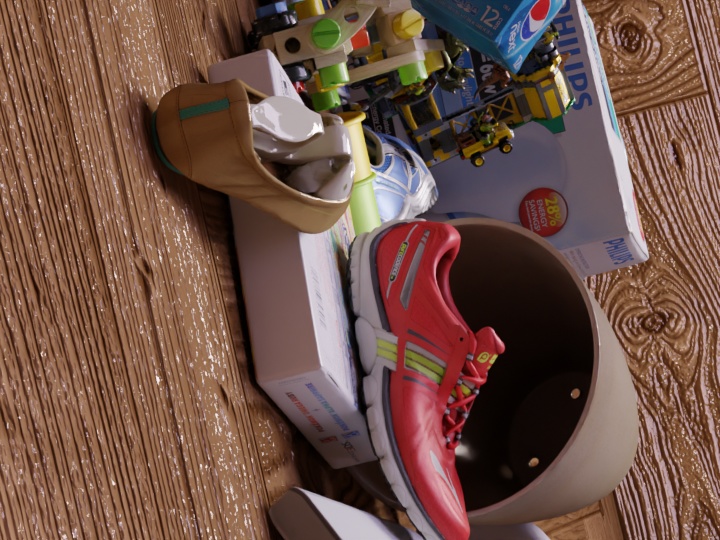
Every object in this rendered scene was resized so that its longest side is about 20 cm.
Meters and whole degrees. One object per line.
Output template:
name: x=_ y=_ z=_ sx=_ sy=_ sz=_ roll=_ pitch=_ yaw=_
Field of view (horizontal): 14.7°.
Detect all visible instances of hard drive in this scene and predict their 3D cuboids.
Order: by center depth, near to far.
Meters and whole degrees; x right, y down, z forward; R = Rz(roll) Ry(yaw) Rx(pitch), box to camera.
hard drive: x=0.028 y=0.188 z=1.566 sx=0.132 sy=0.026 sz=0.200 roll=51 pitch=7 yaw=21

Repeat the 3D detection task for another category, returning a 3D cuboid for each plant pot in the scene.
plant pot: x=0.100 y=0.087 z=1.781 sx=0.200 sy=0.186 sz=0.189 roll=34 pitch=41 yaw=-59

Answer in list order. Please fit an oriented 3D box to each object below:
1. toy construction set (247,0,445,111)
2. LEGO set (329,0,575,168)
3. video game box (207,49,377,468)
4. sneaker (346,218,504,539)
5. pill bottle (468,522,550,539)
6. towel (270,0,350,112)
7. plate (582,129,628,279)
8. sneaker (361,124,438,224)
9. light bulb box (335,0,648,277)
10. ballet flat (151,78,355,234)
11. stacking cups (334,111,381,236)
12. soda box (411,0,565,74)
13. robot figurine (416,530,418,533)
toy construction set: x=-0.005 y=-0.155 z=1.767 sx=0.200 sy=0.130 sz=0.093 roll=93 pitch=-19 yaw=-74
LEGO set: x=0.056 y=-0.170 z=1.956 sx=0.200 sy=0.153 sz=0.116 roll=-106 pitch=174 yaw=-56
video game box: x=-0.035 y=-0.003 z=1.655 sx=0.182 sy=0.046 sz=0.201 roll=51 pitch=27 yaw=-65
sneaker: x=0.045 y=0.063 z=1.639 sx=0.077 sy=0.084 sz=0.201 roll=43 pitch=35 yaw=-72
pill bottle: x=0.099 y=0.246 z=1.889 sx=0.200 sy=0.115 sz=0.116 roll=59 pitch=19 yaw=-61
towel: x=-0.053 y=-0.214 z=1.944 sx=0.147 sy=0.024 sz=0.201 roll=17 pitch=58 yaw=-78
plate: x=0.110 y=-0.069 z=2.187 sx=0.026 sy=0.199 sz=0.202 roll=19 pitch=57 yaw=-70
sneaker: x=0.008 y=-0.067 z=1.928 sx=0.200 sy=0.075 sz=0.078 roll=-86 pitch=160 yaw=-72
light bulb box: x=0.095 y=-0.086 z=2.106 sx=0.125 sy=0.199 sz=0.200 roll=40 pitch=36 yaw=-76
ballet flat: x=-0.038 y=-0.062 z=1.505 sx=0.200 sy=0.063 sz=0.069 roll=12 pitch=61 yaw=-63
stacking cups: x=0.000 y=0.000 z=1.813 sx=0.061 sy=0.060 sz=0.201 roll=-63 pitch=138 yaw=-77
soda box: x=0.037 y=-0.215 z=1.875 sx=0.199 sy=0.064 sz=0.068 roll=34 pitch=-4 yaw=21
robot figurine: x=0.038 y=0.080 z=1.916 sx=0.145 sy=0.058 sz=0.201 roll=-104 pitch=178 yaw=-68
